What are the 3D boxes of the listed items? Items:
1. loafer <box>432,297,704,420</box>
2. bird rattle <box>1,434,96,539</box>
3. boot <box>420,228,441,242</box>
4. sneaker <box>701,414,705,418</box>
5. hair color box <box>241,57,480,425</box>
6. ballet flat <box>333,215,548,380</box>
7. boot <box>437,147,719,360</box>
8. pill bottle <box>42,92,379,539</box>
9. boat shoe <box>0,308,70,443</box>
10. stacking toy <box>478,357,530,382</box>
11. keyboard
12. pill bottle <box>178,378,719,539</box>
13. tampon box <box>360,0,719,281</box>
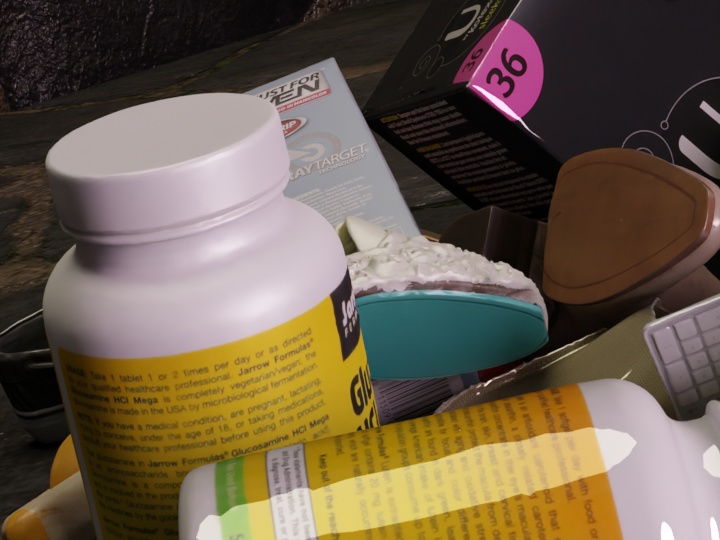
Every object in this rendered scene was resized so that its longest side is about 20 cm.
[{"bbox_3d":[0.112,0.050,0.985,0.199,0.069,0.076,-14,43,-13],"label":"loafer"},{"bbox_3d":[-0.090,0.076,1.085,0.162,0.113,0.200,-30,9,-2],"label":"bird rattle"},{"bbox_3d":[0.026,0.022,1.299,0.199,0.074,0.075,-2,25,34],"label":"boot"},{"bbox_3d":[0.176,0.069,0.914,0.199,0.076,0.088,-13,-3,-40],"label":"sneaker"},{"bbox_3d":[0.000,0.000,1.117,0.060,0.099,0.200,-22,40,-3],"label":"hair color box"},{"bbox_3d":[-0.022,0.009,0.974,0.198,0.072,0.072,-7,10,-12],"label":"ballet flat"},{"bbox_3d":[0.133,0.010,1.070,0.146,0.071,0.199,28,-17,-30],"label":"boot"},{"bbox_3d":[-0.052,0.044,0.882,0.112,0.201,0.113,-10,21,4],"label":"pill bottle"},{"bbox_3d":[-0.107,0.025,1.307,0.199,0.071,0.072,-28,36,2],"label":"boat shoe"},{"bbox_3d":[-0.002,0.045,1.203,0.199,0.086,0.085,2,17,30],"label":"stacking toy"},{"bbox_3d":[0.203,0.001,0.899,0.199,0.056,0.011,-23,48,6],"label":"keyboard"},{"bbox_3d":[0.049,0.097,0.765,0.198,0.112,0.111,-12,11,1],"label":"pill bottle"},{"bbox_3d":[0.133,-0.080,1.180,0.150,0.200,0.126,-58,18,-17],"label":"tampon box"}]
